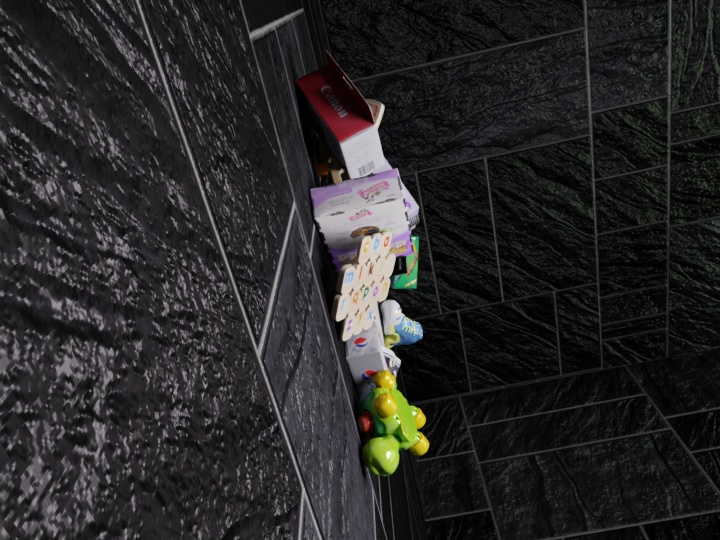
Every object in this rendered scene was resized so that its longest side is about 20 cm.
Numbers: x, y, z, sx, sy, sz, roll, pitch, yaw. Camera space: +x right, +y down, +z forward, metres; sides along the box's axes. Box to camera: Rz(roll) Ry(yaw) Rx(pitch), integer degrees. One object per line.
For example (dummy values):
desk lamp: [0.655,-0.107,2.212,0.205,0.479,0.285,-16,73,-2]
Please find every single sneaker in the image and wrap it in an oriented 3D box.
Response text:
sneaker: [0.098,0.122,1.393,0.200,0.105,0.076,100,-16,-64]
sneaker: [0.035,0.208,1.288,0.200,0.078,0.080,45,59,-58]

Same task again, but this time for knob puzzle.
knob puzzle: [-0.028,-0.308,1.325,0.030,0.219,0.220,30,37,-35]

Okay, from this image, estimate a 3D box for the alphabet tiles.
alphabet tiles: [0.008,0.026,1.090,0.200,0.015,0.196,-18,124,-59]

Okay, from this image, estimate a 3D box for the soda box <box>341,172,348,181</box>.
soda box: [-0.032,-0.229,1.378,0.200,0.063,0.071,-122,-166,-51]

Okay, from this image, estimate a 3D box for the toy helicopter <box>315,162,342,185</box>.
toy helicopter: [-0.054,-0.141,1.265,0.200,0.079,0.133,93,-20,-60]

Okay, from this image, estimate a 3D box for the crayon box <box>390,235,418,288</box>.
crayon box: [0.077,-0.031,1.420,0.200,0.058,0.119,-152,-118,-73]

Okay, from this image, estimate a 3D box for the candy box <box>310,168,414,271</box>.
candy box: [0.008,-0.091,1.140,0.200,0.167,0.072,72,6,-60]

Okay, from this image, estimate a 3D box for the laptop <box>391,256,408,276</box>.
laptop: [0.061,-0.065,1.348,0.200,0.103,0.178,36,50,-77]

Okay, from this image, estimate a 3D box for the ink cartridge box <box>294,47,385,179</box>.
ink cartridge box: [-0.045,-0.308,1.188,0.200,0.084,0.176,57,-6,28]

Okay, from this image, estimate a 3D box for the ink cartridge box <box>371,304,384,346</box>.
ink cartridge box: [0.002,0.085,1.280,0.200,0.067,0.118,74,7,-60]

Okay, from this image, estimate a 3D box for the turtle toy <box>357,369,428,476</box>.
turtle toy: [0.049,0.291,1.102,0.146,0.101,0.200,53,16,-18]

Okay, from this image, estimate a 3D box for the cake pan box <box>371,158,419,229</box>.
cake pan box: [0.066,-0.185,1.424,0.200,0.052,0.184,56,-2,11]

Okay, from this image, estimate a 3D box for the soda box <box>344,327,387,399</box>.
soda box: [0.021,0.207,1.197,0.064,0.068,0.200,-98,174,-48]
